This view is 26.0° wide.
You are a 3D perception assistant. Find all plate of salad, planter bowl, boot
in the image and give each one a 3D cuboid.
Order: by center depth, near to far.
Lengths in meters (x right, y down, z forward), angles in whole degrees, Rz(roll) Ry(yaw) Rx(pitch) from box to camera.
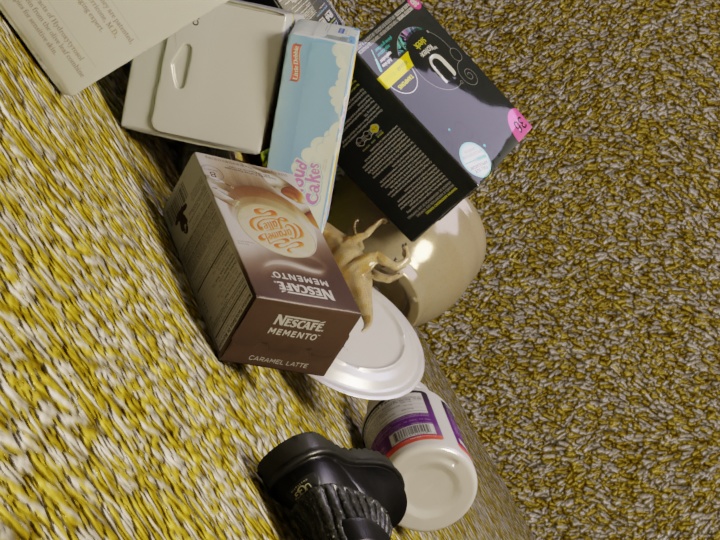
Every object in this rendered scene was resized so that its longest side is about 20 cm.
[{"bbox_3d":[0.007,0.223,1.249,0.158,0.079,0.211,54,12,28],"label":"boot"},{"bbox_3d":[-0.024,0.068,1.656,0.200,0.048,0.200,22,34,-16],"label":"plate of salad"},{"bbox_3d":[0.031,-0.008,1.808,0.200,0.200,0.135,57,37,-23],"label":"planter bowl"}]

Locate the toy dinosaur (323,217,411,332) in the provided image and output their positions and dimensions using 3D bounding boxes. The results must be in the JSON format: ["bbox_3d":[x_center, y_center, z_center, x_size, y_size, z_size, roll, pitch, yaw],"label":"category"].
[{"bbox_3d":[0.000,0.000,1.676,0.058,0.101,0.200,95,-25,-48],"label":"toy dinosaur"}]

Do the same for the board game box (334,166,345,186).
[{"bbox_3d":[-0.050,-0.187,1.860,0.200,0.062,0.200,-103,171,-56],"label":"board game box"}]

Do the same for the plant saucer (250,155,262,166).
[{"bbox_3d":[-0.126,-0.163,1.959,0.200,0.032,0.200,37,-39,37],"label":"plant saucer"}]

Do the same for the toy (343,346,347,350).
[{"bbox_3d":[-0.088,-0.004,1.554,0.200,0.047,0.115,34,18,-36],"label":"toy"}]

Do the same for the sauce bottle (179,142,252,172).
[{"bbox_3d":[-0.158,-0.118,1.783,0.065,0.065,0.200,60,4,5],"label":"sauce bottle"}]

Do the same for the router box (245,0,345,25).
[{"bbox_3d":[-0.129,-0.314,1.766,0.200,0.062,0.150,9,-39,53],"label":"router box"}]

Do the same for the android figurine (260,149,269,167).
[{"bbox_3d":[-0.091,-0.114,1.795,0.200,0.041,0.182,-104,-179,-66],"label":"android figurine"}]

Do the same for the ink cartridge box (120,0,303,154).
[{"bbox_3d":[-0.147,-0.206,1.594,0.200,0.144,0.146,-67,169,-80],"label":"ink cartridge box"}]

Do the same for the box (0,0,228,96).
[{"bbox_3d":[-0.244,-0.302,1.359,0.200,0.171,0.199,56,6,-31],"label":"box"}]

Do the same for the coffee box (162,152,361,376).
[{"bbox_3d":[-0.092,-0.007,1.412,0.114,0.080,0.200,10,37,-34],"label":"coffee box"}]

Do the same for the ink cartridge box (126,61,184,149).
[{"bbox_3d":[-0.199,-0.214,1.814,0.146,0.084,0.200,60,4,6],"label":"ink cartridge box"}]

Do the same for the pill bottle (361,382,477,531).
[{"bbox_3d":[0.061,0.201,1.783,0.111,0.111,0.200,57,5,-23],"label":"pill bottle"}]

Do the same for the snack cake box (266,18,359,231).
[{"bbox_3d":[-0.051,-0.141,1.555,0.115,0.067,0.200,-84,-175,-73],"label":"snack cake box"}]

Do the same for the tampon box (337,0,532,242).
[{"bbox_3d":[0.057,-0.165,1.701,0.200,0.126,0.150,46,43,-4],"label":"tampon box"}]
